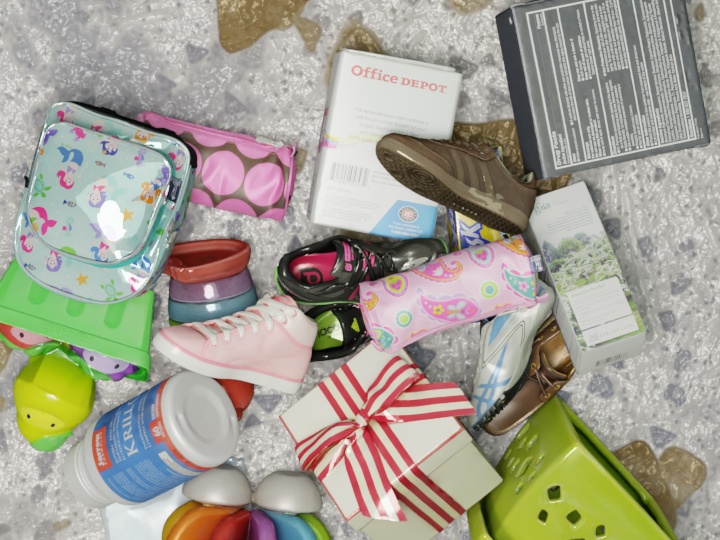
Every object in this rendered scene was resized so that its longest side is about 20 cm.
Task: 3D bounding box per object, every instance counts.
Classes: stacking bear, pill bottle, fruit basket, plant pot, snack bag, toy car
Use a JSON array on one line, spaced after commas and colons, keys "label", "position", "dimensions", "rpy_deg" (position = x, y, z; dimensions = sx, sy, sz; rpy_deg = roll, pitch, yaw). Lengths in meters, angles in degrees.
[{"label": "stacking bear", "position": [-0.169, 0.074, 1.669], "dimensions": [0.113, 0.121, 0.202], "rpy_deg": [-14, 108, -29]}, {"label": "pill bottle", "position": [-0.241, 0.198, 1.636], "dimensions": [0.199, 0.112, 0.113], "rpy_deg": [-30, 98, 32]}, {"label": "fruit basket", "position": [-0.339, 0.103, 1.646], "dimensions": [0.214, 0.156, 0.218], "rpy_deg": [2, 78, -10]}, {"label": "plant pot", "position": [0.235, 0.293, 1.682], "dimensions": [0.181, 0.199, 0.200], "rpy_deg": [-44, 98, 7]}, {"label": "snack bag", "position": [-0.210, 0.336, 1.732], "dimensions": [0.187, 0.021, 0.202], "rpy_deg": [-13, 93, -4]}, {"label": "toy car", "position": [-0.128, 0.319, 1.653], "dimensions": [0.198, 0.150, 0.177], "rpy_deg": [7, 91, -6]}]

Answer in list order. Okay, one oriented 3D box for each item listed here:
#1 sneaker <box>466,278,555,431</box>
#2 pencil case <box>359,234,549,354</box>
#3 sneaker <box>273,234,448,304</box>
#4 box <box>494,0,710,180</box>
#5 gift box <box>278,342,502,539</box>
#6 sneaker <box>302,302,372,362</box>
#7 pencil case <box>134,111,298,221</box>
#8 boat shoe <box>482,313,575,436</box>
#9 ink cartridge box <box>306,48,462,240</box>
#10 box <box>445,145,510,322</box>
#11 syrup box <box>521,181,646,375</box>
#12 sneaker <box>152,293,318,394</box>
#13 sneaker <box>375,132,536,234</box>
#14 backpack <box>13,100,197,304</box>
[{"label": "sneaker", "position": [0.160, 0.091, 1.661], "dimensions": [0.072, 0.072, 0.201], "rpy_deg": [29, 116, 22]}, {"label": "pencil case", "position": [0.098, 0.026, 1.567], "dimensions": [0.198, 0.087, 0.088], "rpy_deg": [-17, 97, 0]}, {"label": "sneaker", "position": [0.000, 0.000, 1.615], "dimensions": [0.198, 0.084, 0.077], "rpy_deg": [-9, 75, 5]}, {"label": "box", "position": [0.273, -0.221, 1.667], "dimensions": [0.197, 0.123, 0.202], "rpy_deg": [-12, 95, -5]}, {"label": "gift box", "position": [0.045, 0.199, 1.620], "dimensions": [0.184, 0.187, 0.200], "rpy_deg": [-42, 53, -2]}, {"label": "sneaker", "position": [-0.002, 0.057, 1.689], "dimensions": [0.199, 0.087, 0.074], "rpy_deg": [-22, 97, -3]}, {"label": "pencil case", "position": [-0.171, -0.123, 1.660], "dimensions": [0.198, 0.091, 0.094], "rpy_deg": [11, 125, -6]}, {"label": "boat shoe", "position": [0.212, 0.116, 1.722], "dimensions": [0.072, 0.068, 0.200], "rpy_deg": [43, 91, -7]}, {"label": "ink cartridge box", "position": [0.026, -0.144, 1.673], "dimensions": [0.143, 0.085, 0.202], "rpy_deg": [10, 96, -7]}, {"label": "box", "position": [0.138, -0.044, 1.699], "dimensions": [0.064, 0.070, 0.202], "rpy_deg": [-6, 96, -6]}, {"label": "syrup box", "position": [0.252, 0.007, 1.669], "dimensions": [0.078, 0.082, 0.201], "rpy_deg": [-18, 66, -3]}, {"label": "sneaker", "position": [-0.129, 0.065, 1.583], "dimensions": [0.199, 0.075, 0.105], "rpy_deg": [17, 101, -40]}, {"label": "sneaker", "position": [0.108, -0.114, 1.624], "dimensions": [0.199, 0.070, 0.076], "rpy_deg": [29, 69, -20]}, {"label": "backpack", "position": [-0.277, -0.064, 1.552], "dimensions": [0.176, 0.151, 0.202], "rpy_deg": [19, 97, 0]}]
